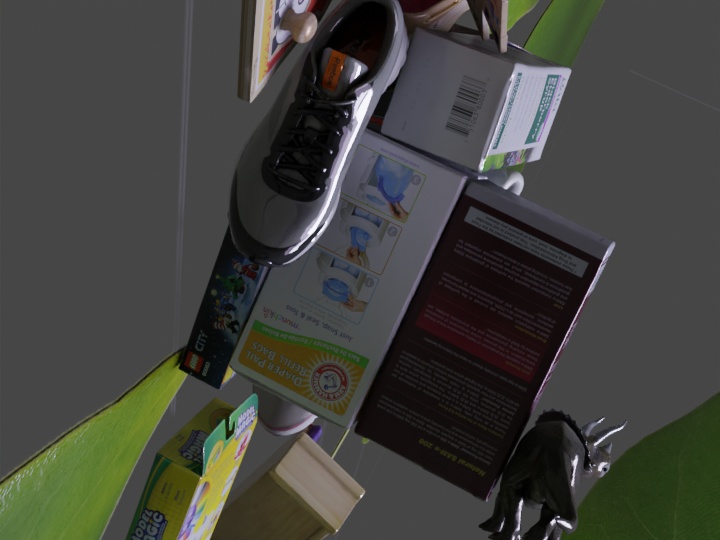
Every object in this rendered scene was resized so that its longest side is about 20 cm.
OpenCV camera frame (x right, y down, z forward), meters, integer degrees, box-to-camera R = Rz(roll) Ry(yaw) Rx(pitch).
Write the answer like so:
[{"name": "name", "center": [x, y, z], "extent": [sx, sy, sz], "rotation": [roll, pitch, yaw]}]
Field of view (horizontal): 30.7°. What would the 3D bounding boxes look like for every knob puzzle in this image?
[{"name": "knob puzzle", "center": [-0.010, -0.218, 0.787], "extent": [0.220, 0.030, 0.220], "rotation": [-61, 170, -18]}]

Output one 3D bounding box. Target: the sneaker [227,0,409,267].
[{"name": "sneaker", "center": [-0.030, -0.097, 0.844], "extent": [0.079, 0.074, 0.200], "rotation": [111, 3, -82]}]

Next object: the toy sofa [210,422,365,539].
[{"name": "toy sofa", "center": [-0.087, 0.238, 1.247], "extent": [0.200, 0.083, 0.098], "rotation": [-44, -179, 33]}]

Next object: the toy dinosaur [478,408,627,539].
[{"name": "toy dinosaur", "center": [0.126, 0.141, 0.904], "extent": [0.200, 0.077, 0.102], "rotation": [23, 82, -72]}]

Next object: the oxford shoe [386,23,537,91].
[{"name": "oxford shoe", "center": [0.081, -0.180, 1.101], "extent": [0.200, 0.073, 0.071], "rotation": [-8, 101, -50]}]

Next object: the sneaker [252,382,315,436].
[{"name": "sneaker", "center": [-0.057, 0.061, 1.169], "extent": [0.088, 0.081, 0.200], "rotation": [-30, 139, -67]}]

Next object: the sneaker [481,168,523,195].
[{"name": "sneaker", "center": [0.098, 0.013, 1.020], "extent": [0.075, 0.087, 0.200], "rotation": [-9, 97, -54]}]

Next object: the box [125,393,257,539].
[{"name": "box", "center": [-0.149, 0.195, 1.096], "extent": [0.200, 0.048, 0.117], "rotation": [-65, 171, 23]}]

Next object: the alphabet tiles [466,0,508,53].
[{"name": "alphabet tiles", "center": [0.066, -0.229, 0.874], "extent": [0.008, 0.167, 0.200], "rotation": [-21, 170, 3]}]

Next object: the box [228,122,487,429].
[{"name": "box", "center": [0.000, 0.000, 0.968], "extent": [0.200, 0.101, 0.112], "rotation": [-65, 170, 9]}]

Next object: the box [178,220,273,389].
[{"name": "box", "center": [-0.064, -0.024, 0.987], "extent": [0.200, 0.038, 0.137], "rotation": [-68, 170, 24]}]

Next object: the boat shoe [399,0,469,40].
[{"name": "boat shoe", "center": [0.072, -0.244, 1.033], "extent": [0.200, 0.074, 0.069], "rotation": [-59, 175, -27]}]

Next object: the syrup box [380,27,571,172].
[{"name": "syrup box", "center": [0.092, -0.128, 0.977], "extent": [0.200, 0.081, 0.079], "rotation": [-19, 130, -68]}]

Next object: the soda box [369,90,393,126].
[{"name": "soda box", "center": [0.030, -0.043, 1.063], "extent": [0.063, 0.071, 0.200], "rotation": [-1, 89, -53]}]

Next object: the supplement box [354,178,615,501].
[{"name": "supplement box", "center": [0.088, 0.048, 0.930], "extent": [0.200, 0.109, 0.061], "rotation": [-65, 169, 11]}]
